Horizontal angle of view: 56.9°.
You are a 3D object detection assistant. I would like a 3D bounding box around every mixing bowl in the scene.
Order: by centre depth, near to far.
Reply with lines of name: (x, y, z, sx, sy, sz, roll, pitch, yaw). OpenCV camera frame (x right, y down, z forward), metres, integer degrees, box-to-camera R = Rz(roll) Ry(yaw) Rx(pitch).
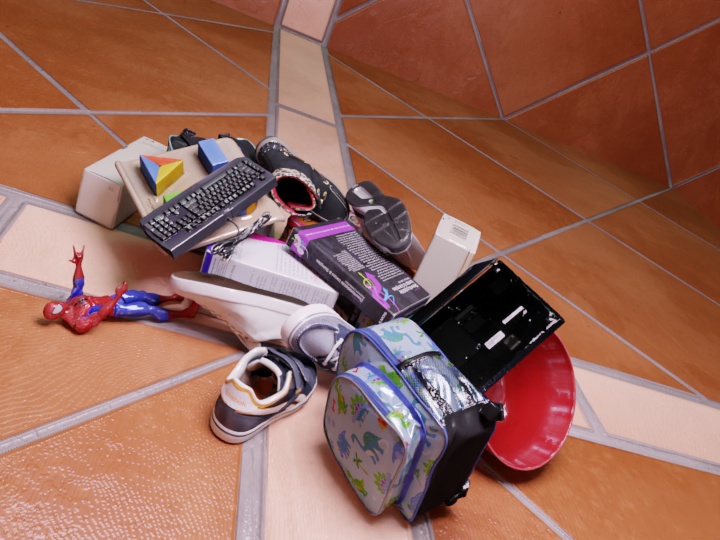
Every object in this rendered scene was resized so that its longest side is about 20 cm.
mixing bowl: (0.201, 0.171, 0.946, 0.196, 0.206, 0.107, 6, -8, -33)

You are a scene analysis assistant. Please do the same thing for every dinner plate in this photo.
dinner plate: (0.060, -0.064, 1.272, 0.200, 0.024, 0.200, 47, -9, 9)

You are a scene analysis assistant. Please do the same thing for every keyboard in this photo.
keyboard: (-0.184, -0.080, 0.886, 0.126, 0.021, 0.200, 36, 53, 15)

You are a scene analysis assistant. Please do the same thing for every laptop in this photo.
laptop: (0.146, 0.080, 0.903, 0.200, 0.176, 0.104, 47, -8, 35)

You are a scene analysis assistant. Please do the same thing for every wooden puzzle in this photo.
wooden puzzle: (-0.226, -0.121, 0.949, 0.197, 0.047, 0.186, -17, 57, -32)

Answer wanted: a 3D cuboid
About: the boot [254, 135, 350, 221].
boot: (-0.082, -0.115, 1.064, 0.203, 0.073, 0.155, 40, 13, -30)

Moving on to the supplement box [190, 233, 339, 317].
supplement box: (-0.138, 0.018, 0.983, 0.195, 0.105, 0.102, 17, 27, -13)

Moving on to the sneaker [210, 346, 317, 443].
sneaker: (-0.104, 0.136, 0.832, 0.077, 0.081, 0.199, 30, 26, 13)

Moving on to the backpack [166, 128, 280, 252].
backpack: (-0.228, -0.115, 1.083, 0.173, 0.156, 0.201, -1, 38, -41)

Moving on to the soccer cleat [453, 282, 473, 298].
soccer cleat: (0.168, 0.078, 1.057, 0.067, 0.200, 0.087, -6, 73, -10)

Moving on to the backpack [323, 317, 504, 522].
backpack: (0.040, 0.165, 0.784, 0.144, 0.186, 0.201, -11, 44, -30)

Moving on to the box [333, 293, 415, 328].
box: (0.024, 0.071, 1.050, 0.198, 0.084, 0.049, 34, 28, 17)

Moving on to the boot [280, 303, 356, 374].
boot: (-0.025, 0.109, 0.896, 0.090, 0.073, 0.199, 45, 9, 29)

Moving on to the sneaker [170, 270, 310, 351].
sneaker: (-0.165, 0.062, 0.893, 0.196, 0.087, 0.073, 18, 8, -16)

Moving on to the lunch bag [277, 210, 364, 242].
lunch bag: (-0.039, -0.039, 1.203, 0.175, 0.083, 0.199, 38, 28, 15)

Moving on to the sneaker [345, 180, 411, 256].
sneaker: (0.047, -0.061, 1.107, 0.075, 0.117, 0.201, -29, 37, -4)

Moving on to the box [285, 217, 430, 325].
box: (0.000, 0.000, 0.996, 0.199, 0.037, 0.142, 40, 25, 17)

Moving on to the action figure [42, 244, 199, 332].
action figure: (-0.300, 0.023, 0.848, 0.197, 0.101, 0.065, -8, 40, -44)

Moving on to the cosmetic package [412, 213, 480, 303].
cosmetic package: (0.119, 0.022, 1.087, 0.072, 0.203, 0.104, 25, 27, 5)

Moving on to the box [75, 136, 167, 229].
box: (-0.382, -0.150, 1.097, 0.067, 0.083, 0.201, 24, 25, -1)
